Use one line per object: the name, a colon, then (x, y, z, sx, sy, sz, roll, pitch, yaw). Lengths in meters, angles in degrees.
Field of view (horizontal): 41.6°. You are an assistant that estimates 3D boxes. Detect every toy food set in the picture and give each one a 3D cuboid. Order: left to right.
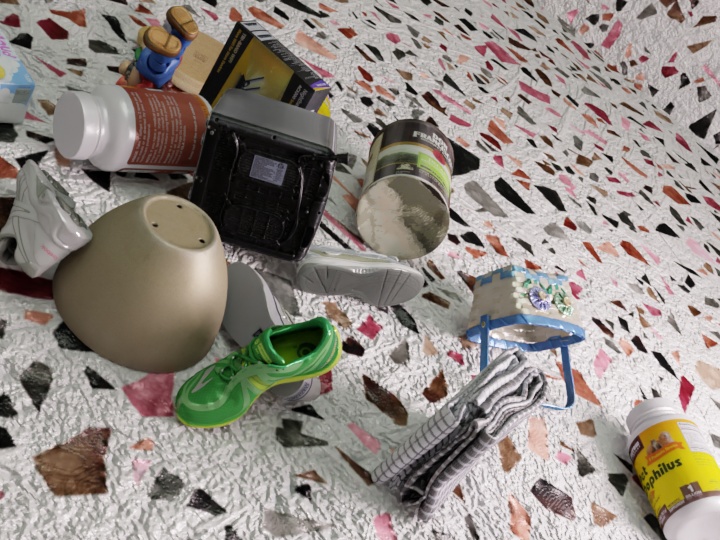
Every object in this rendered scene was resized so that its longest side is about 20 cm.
toy food set: (-0.270, -0.328, 1.535, 0.198, 0.049, 0.199, 19, 36, -25)

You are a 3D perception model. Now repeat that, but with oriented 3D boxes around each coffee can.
coffee can: (0.074, -0.132, 1.510, 0.145, 0.147, 0.201, 28, 33, -11)

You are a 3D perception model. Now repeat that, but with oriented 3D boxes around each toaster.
toaster: (-0.122, -0.124, 1.251, 0.197, 0.182, 0.119, 15, 33, -7)

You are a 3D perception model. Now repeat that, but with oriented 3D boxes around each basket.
basket: (0.240, 0.100, 1.387, 0.175, 0.138, 0.203, 9, 74, -34)

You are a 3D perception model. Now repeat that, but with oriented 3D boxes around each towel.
towel: (0.126, 0.191, 1.119, 0.086, 0.166, 0.199, 47, 34, 10)

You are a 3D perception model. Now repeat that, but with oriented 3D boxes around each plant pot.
plant pot: (-0.229, -0.005, 1.069, 0.198, 0.135, 0.201, 24, 34, -18)

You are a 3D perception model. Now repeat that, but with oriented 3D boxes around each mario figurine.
mario figurine: (-0.302, -0.290, 1.320, 0.122, 0.200, 0.107, -12, 73, -33)

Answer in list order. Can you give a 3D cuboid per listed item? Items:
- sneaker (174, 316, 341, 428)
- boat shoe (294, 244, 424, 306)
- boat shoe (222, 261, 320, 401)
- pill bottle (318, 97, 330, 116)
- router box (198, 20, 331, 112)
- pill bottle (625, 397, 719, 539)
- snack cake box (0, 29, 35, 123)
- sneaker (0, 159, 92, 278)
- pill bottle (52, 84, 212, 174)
sneaker: (-0.115, 0.101, 1.032, 0.198, 0.084, 0.074, -26, 59, -15)
boat shoe: (-0.001, 0.001, 1.336, 0.199, 0.075, 0.065, 5, 40, -26)
boat shoe: (-0.108, 0.075, 1.145, 0.200, 0.072, 0.066, 50, 6, 30)
pill bottle: (-0.097, -0.219, 1.501, 0.103, 0.105, 0.201, 22, 34, -20)
router box: (-0.156, -0.231, 1.372, 0.157, 0.201, 0.052, 41, 29, 11)
pill bottle: (0.452, 0.284, 1.355, 0.108, 0.110, 0.201, 18, 36, -26)
snack cake box: (-0.517, -0.280, 1.221, 0.114, 0.067, 0.201, -8, 52, -47)
sneaker: (-0.370, -0.056, 1.057, 0.078, 0.099, 0.200, 49, -4, -32)
pill bottle: (-0.299, -0.188, 1.262, 0.198, 0.113, 0.113, -3, 48, -46)
